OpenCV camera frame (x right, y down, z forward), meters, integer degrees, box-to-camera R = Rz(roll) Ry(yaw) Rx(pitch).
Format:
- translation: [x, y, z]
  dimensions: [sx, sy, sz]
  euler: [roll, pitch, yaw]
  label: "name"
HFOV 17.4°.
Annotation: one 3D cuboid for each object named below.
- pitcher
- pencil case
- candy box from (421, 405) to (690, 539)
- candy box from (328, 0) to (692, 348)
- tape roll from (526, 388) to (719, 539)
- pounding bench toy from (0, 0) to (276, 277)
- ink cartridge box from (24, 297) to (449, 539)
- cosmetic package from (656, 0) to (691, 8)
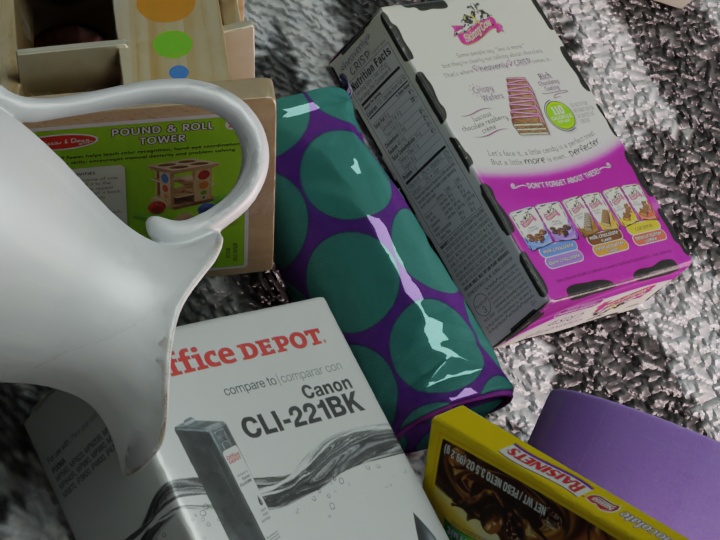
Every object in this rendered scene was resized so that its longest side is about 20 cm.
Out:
- translation: [-0.150, -0.029, 0.998]
  dimensions: [0.200, 0.121, 0.172]
  euler: [25, 74, -8]
  label: "pitcher"
- translation: [0.000, 0.000, 1.230]
  dimensions: [0.200, 0.085, 0.092]
  euler: [62, 0, 14]
  label: "pencil case"
- translation: [0.104, 0.149, 1.075]
  dimensions: [0.026, 0.102, 0.200]
  euler: [-20, 37, -40]
  label: "candy box"
- translation: [0.087, -0.063, 1.371]
  dimensions: [0.136, 0.061, 0.200]
  euler: [-13, 69, -45]
  label: "candy box"
- translation: [0.175, 0.130, 1.193]
  dimensions: [0.200, 0.200, 0.066]
  euler: [28, 83, -21]
  label: "tape roll"
- translation: [-0.149, -0.089, 1.132]
  dimensions: [0.200, 0.124, 0.156]
  euler: [-6, 52, -7]
  label: "pounding bench toy"
- translation: [-0.046, 0.123, 1.095]
  dimensions: [0.144, 0.084, 0.200]
  euler: [-11, 66, -44]
  label: "ink cartridge box"
- translation: [0.159, -0.253, 1.551]
  dimensions: [0.200, 0.103, 0.087]
  euler: [10, 55, -33]
  label: "cosmetic package"
